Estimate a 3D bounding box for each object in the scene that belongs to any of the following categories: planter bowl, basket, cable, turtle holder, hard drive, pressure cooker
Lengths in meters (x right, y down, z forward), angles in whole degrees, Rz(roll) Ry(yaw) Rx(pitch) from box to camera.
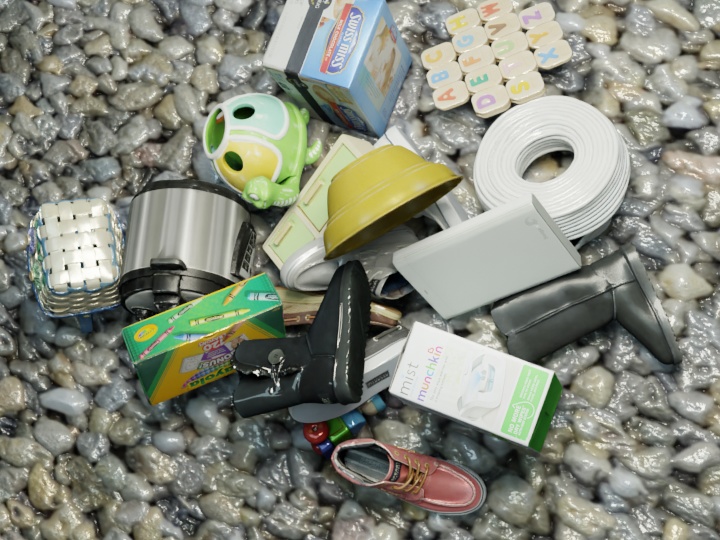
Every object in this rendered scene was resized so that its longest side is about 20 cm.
[{"bbox_3d":[0.021,-0.097,1.201,0.200,0.200,0.084,-31,86,7],"label":"planter bowl"},{"bbox_3d":[-0.401,-0.017,1.390,0.138,0.200,0.178,-9,75,-12],"label":"basket"},{"bbox_3d":[0.244,-0.132,1.259,0.199,0.069,0.201,10,65,31],"label":"cable"},{"bbox_3d":[-0.145,-0.155,1.343,0.141,0.131,0.187,-21,61,49],"label":"turtle holder"},{"bbox_3d":[0.159,-0.013,1.233,0.199,0.132,0.026,-23,41,29],"label":"hard drive"},{"bbox_3d":[-0.240,-0.003,1.340,0.178,0.175,0.202,-19,59,43],"label":"pressure cooker"}]

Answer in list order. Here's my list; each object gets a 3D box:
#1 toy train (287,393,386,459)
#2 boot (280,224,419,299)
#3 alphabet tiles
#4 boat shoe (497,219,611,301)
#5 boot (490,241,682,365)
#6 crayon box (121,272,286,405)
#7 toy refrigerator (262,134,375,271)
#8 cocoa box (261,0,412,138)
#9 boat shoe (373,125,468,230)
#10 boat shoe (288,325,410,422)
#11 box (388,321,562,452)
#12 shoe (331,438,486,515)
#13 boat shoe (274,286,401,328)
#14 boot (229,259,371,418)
[{"bbox_3d":[-0.061,0.143,1.328,0.115,0.085,0.200,-33,68,-8],"label":"toy train"},{"bbox_3d":[0.000,0.000,1.293,0.199,0.074,0.096,-19,43,-17],"label":"boot"},{"bbox_3d":[0.183,-0.297,1.342,0.194,0.015,0.201,-20,54,11],"label":"alphabet tiles"},{"bbox_3d":[0.243,-0.035,1.283,0.200,0.065,0.074,-44,72,3],"label":"boat shoe"},{"bbox_3d":[0.286,0.078,1.247,0.199,0.066,0.166,-25,82,10],"label":"boot"},{"bbox_3d":[-0.198,0.090,1.272,0.199,0.119,0.058,-22,59,-14],"label":"crayon box"},{"bbox_3d":[-0.044,-0.080,1.330,0.076,0.070,0.200,50,114,28],"label":"toy refrigerator"},{"bbox_3d":[-0.025,-0.286,1.334,0.130,0.200,0.134,20,84,17],"label":"cocoa box"},{"bbox_3d":[0.082,-0.106,1.338,0.065,0.073,0.201,-40,62,13],"label":"boat shoe"},{"bbox_3d":[-0.011,0.127,1.269,0.199,0.070,0.066,-28,44,-13],"label":"boat shoe"},{"bbox_3d":[0.146,0.149,1.202,0.175,0.200,0.097,20,84,19],"label":"box"},{"bbox_3d":[0.061,0.266,1.258,0.199,0.091,0.072,15,83,17],"label":"shoe"},{"bbox_3d":[-0.040,0.068,1.340,0.198,0.072,0.073,8,88,20],"label":"boat shoe"},{"bbox_3d":[-0.077,0.083,1.218,0.167,0.077,0.201,-7,57,20],"label":"boot"}]
